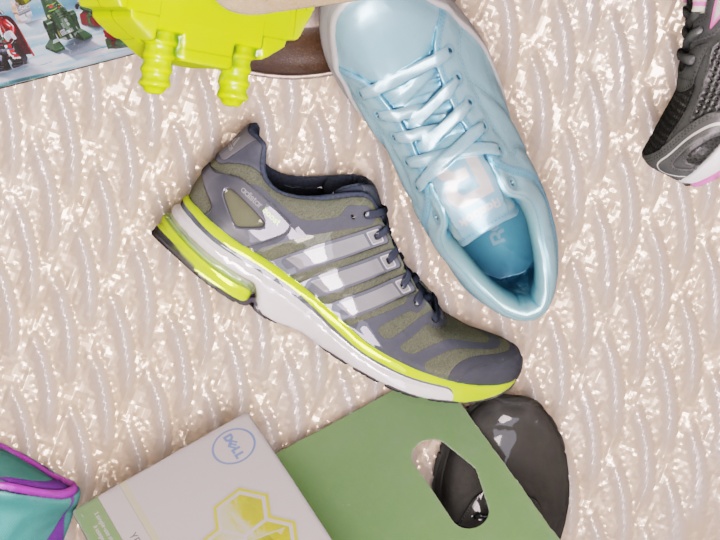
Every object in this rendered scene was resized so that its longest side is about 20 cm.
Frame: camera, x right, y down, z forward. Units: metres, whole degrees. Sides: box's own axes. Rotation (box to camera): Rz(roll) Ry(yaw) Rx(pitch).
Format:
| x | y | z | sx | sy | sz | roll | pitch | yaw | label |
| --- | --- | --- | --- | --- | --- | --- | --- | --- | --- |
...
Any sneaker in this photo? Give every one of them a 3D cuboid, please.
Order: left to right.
| x | y | z | sx | sy | sz | roll | pitch | yaw | label |
| --- | --- | --- | --- | --- | --- | --- | --- | --- | --- |
| 0.000 | 0.000 | 1.421 | 0.199 | 0.074 | 0.081 | 28 | 100 | -17 | sneaker |
| 0.048 | -0.058 | 1.380 | 0.074 | 0.082 | 0.200 | -33 | 123 | 3 | sneaker |
| 0.072 | 0.163 | 1.475 | 0.075 | 0.091 | 0.201 | 3 | 107 | -6 | sneaker |
| 0.183 | -0.142 | 1.400 | 0.086 | 0.080 | 0.201 | 28 | 91 | -10 | sneaker |

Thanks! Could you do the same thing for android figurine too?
| x | y | z | sx | sy | sz | roll | pitch | yaw | label |
| --- | --- | --- | --- | --- | --- | --- | --- | --- | --- |
| -0.067 | -0.176 | 1.288 | 0.181 | 0.041 | 0.202 | 9 | 86 | -43 | android figurine |

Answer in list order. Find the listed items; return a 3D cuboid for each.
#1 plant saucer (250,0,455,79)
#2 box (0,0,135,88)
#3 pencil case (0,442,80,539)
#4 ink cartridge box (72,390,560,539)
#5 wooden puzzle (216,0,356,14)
| x | y | z | sx | sy | sz | roll | pitch | yaw | label |
| --- | --- | --- | --- | --- | --- | --- | --- | --- | --- |
| -0.031 | -0.192 | 1.371 | 0.199 | 0.032 | 0.202 | -2 | 110 | -7 | plant saucer |
| -0.170 | -0.156 | 1.339 | 0.199 | 0.040 | 0.138 | -14 | 110 | 11 | box |
| -0.216 | 0.178 | 1.444 | 0.092 | 0.085 | 0.201 | 14 | 106 | -31 | pencil case |
| -0.022 | 0.128 | 1.403 | 0.199 | 0.146 | 0.048 | -30 | 139 | -7 | ink cartridge box |
| 0.027 | -0.207 | 1.229 | 0.198 | 0.046 | 0.186 | -6 | 126 | -7 | wooden puzzle |
